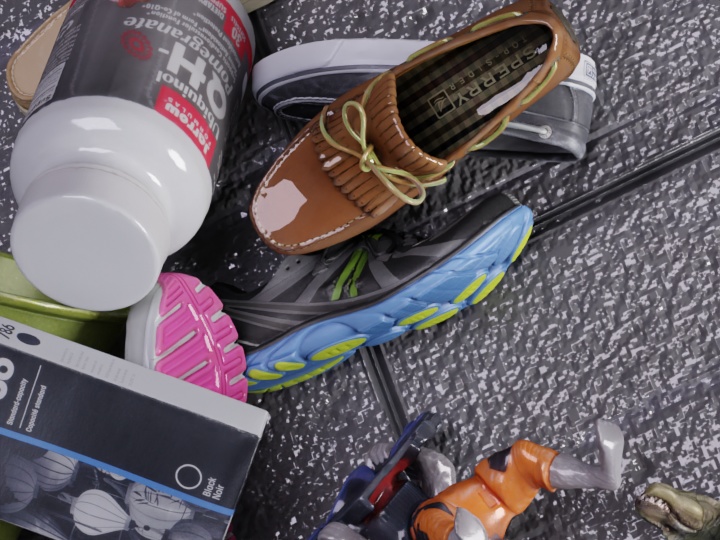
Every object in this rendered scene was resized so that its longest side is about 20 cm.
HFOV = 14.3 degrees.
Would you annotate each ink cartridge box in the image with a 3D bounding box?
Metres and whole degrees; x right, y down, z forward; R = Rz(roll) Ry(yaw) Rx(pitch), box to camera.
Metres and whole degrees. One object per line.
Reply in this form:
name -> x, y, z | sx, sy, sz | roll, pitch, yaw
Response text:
ink cartridge box -> -0.157, 0.088, 1.499 | 0.200, 0.039, 0.100 | 19, 111, -1

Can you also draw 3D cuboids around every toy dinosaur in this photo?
toy dinosaur -> 0.244, 0.119, 1.466 | 0.200, 0.047, 0.088 | 14, 95, 24

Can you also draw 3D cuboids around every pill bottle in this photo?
pill bottle -> -0.128, -0.073, 1.568 | 0.111, 0.111, 0.200 | -9, 39, 20

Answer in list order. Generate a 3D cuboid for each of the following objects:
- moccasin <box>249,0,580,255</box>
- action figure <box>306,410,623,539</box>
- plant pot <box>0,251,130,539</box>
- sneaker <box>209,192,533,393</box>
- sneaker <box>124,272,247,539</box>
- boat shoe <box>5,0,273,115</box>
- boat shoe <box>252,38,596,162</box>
moccasin -> 0.027, -0.074, 1.524 | 0.201, 0.078, 0.074 | -28, 89, 13
action figure -> 0.029, 0.154, 1.483 | 0.105, 0.193, 0.200 | 51, 54, -9
plant pot -> -0.242, 0.085, 1.607 | 0.200, 0.200, 0.190 | 18, 94, 25
sneaker -> 0.000, 0.000, 1.582 | 0.199, 0.071, 0.083 | -23, 74, 18
sneaker -> -0.121, 0.096, 1.573 | 0.088, 0.081, 0.200 | 13, 106, 32
boat shoe -> -0.131, -0.159, 1.680 | 0.200, 0.069, 0.074 | -31, 66, 11
boat shoe -> 0.032, -0.086, 1.598 | 0.200, 0.072, 0.068 | 3, 75, 15
